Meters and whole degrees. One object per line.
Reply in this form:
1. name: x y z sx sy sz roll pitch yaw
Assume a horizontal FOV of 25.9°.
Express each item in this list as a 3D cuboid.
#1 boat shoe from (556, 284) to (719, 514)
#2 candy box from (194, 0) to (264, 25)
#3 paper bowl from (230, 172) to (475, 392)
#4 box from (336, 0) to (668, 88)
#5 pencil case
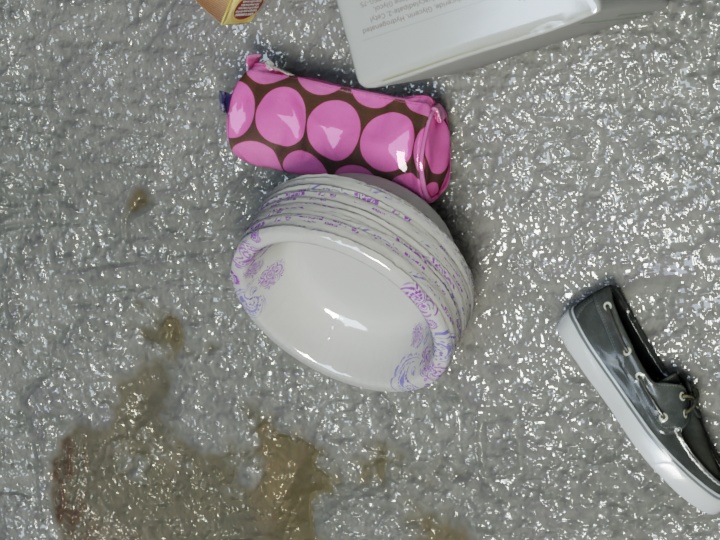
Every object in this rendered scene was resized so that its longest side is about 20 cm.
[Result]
1. boat shoe: 0.236 0.102 1.246 0.057 0.068 0.201 -42 78 25
2. candy box: -0.096 -0.325 1.338 0.115 0.055 0.201 42 114 14
3. paper bowl: 0.000 0.000 1.293 0.199 0.105 0.202 19 146 13
4. box: 0.098 -0.249 1.176 0.198 0.199 0.173 -13 94 27
5. pencil case: -0.017 -0.120 1.321 0.198 0.091 0.095 14 100 21
